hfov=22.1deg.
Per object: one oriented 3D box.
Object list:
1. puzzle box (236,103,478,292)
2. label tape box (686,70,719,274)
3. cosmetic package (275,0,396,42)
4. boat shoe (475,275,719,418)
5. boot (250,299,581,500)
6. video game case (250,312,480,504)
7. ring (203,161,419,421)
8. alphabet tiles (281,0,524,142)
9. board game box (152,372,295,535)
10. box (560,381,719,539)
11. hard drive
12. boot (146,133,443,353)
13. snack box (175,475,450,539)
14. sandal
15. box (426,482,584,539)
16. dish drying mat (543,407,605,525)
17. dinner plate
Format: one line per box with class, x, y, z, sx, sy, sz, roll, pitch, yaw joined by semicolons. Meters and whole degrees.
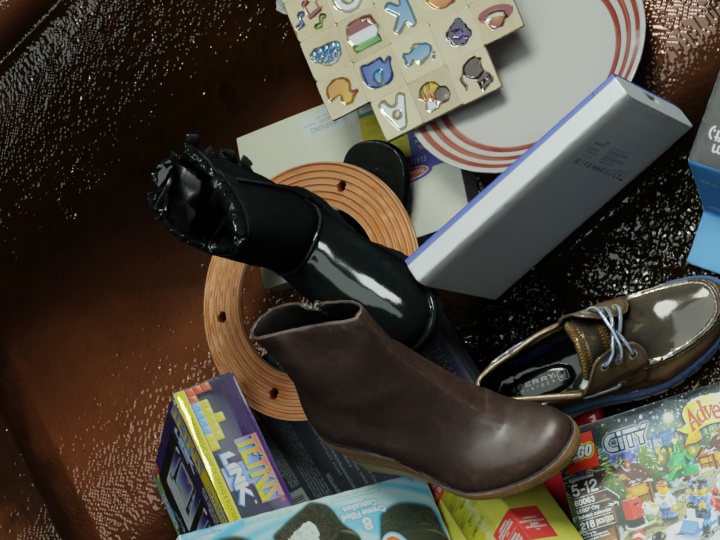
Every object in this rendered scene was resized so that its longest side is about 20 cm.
puzzle box;-0.003;-0.073;1.479;0.199;0.025;0.134;-18;75;28
label tape box;0.310;-0.082;1.271;0.143;0.063;0.202;22;95;32
cosmetic package;0.022;-0.282;1.455;0.106;0.090;0.202;20;97;28
boat shoe;0.174;0.061;1.319;0.199;0.072;0.073;-30;66;15
boot;0.037;0.085;1.272;0.198;0.167;0.073;-4;49;33
video game case;-0.001;0.106;1.427;0.199;0.019;0.144;-30;94;23
ring;-0.036;0.016;1.409;0.199;0.019;0.203;-9;74;33
alphabet tiles;0.025;-0.209;1.399;0.165;0.006;0.202;-25;82;16
board game box;-0.093;0.205;1.426;0.201;0.056;0.166;63;156;20
box;0.244;0.153;1.286;0.199;0.038;0.138;-21;74;22
hard drive;0.137;-0.056;1.330;0.200;0.132;0.025;-42;66;19
boot;-0.050;-0.016;1.315;0.198;0.162;0.074;42;104;33
snack box;-0.024;0.223;1.314;0.117;0.198;0.037;67;151;22
sandal;0.000;0.000;1.432;0.074;0.045;0.202;8;106;22
box;0.114;0.199;1.320;0.201;0.050;0.076;57;134;41
dish drying mat;0.157;0.185;1.356;0.076;0.018;0.202;-14;75;24
dinner plate;0.124;-0.158;1.390;0.199;0.024;0.202;-16;56;25
